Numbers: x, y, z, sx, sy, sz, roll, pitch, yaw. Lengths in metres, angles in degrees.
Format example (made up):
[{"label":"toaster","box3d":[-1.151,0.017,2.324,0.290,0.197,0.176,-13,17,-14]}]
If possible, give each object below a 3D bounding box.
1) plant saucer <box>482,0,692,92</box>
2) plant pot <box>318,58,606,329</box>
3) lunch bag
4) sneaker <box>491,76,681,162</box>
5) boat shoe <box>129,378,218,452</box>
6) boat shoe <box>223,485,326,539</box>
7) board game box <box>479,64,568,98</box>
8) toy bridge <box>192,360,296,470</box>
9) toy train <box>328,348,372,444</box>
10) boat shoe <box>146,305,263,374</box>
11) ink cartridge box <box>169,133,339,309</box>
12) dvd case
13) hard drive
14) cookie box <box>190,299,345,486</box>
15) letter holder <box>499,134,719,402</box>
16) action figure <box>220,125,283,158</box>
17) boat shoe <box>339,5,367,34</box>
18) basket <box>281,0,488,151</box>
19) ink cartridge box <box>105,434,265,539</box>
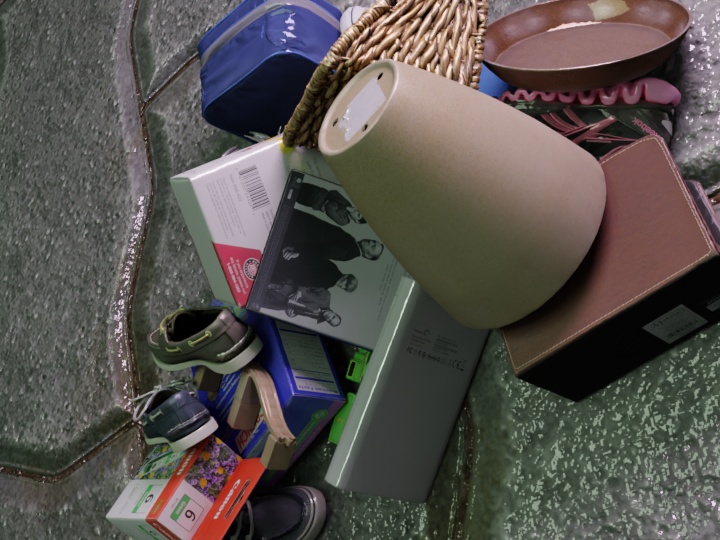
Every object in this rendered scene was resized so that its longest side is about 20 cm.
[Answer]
[{"label":"plant saucer","box3d":[0.205,-0.211,0.956,0.200,0.200,0.035,23,135,46]},{"label":"plant pot","box3d":[0.069,-0.081,0.856,0.187,0.200,0.188,-36,34,30]},{"label":"lunch bag","box3d":[-0.113,-0.257,1.280,0.200,0.136,0.133,-28,56,35]},{"label":"sneaker","box3d":[0.195,-0.122,0.956,0.199,0.079,0.096,-2,89,24]},{"label":"boat shoe","box3d":[-0.208,0.155,1.119,0.062,0.075,0.200,63,165,-6]},{"label":"boat shoe","box3d":[-0.136,0.281,1.122,0.200,0.093,0.075,-29,56,33]},{"label":"board game box","box3d":[0.142,-0.156,1.068,0.158,0.039,0.200,-51,52,11]},{"label":"toy bridge","box3d":[-0.118,0.133,1.072,0.200,0.027,0.067,34,109,52]},{"label":"toy train","box3d":[0.015,0.098,1.089,0.056,0.042,0.201,11,82,56]},{"label":"boat shoe","box3d":[-0.182,0.069,1.122,0.201,0.060,0.072,-2,38,53]},{"label":"ink cartridge box","box3d":[-0.079,-0.067,1.094,0.083,0.200,0.146,9,121,65]},{"label":"dvd case","box3d":[0.000,0.000,1.045,0.025,0.199,0.151,171,117,-81]},{"label":"hard drive","box3d":[0.051,0.118,0.978,0.026,0.132,0.201,20,88,45]},{"label":"cookie box","box3d":[-0.114,0.114,1.158,0.171,0.075,0.200,-52,44,33]},{"label":"letter holder","box3d":[0.218,-0.002,0.890,0.200,0.100,0.142,-37,50,28]},{"label":"action figure","box3d":[-0.126,-0.088,1.269,0.130,0.069,0.200,34,105,33]},{"label":"boat shoe","box3d":[0.033,-0.253,1.178,0.067,0.073,0.200,-39,43,21]},{"label":"basket","box3d":[0.019,-0.200,0.985,0.200,0.149,0.143,134,146,-70]},{"label":"ink cartridge box","box3d":[-0.184,0.229,1.081,0.200,0.050,0.109,-18,34,53]}]
